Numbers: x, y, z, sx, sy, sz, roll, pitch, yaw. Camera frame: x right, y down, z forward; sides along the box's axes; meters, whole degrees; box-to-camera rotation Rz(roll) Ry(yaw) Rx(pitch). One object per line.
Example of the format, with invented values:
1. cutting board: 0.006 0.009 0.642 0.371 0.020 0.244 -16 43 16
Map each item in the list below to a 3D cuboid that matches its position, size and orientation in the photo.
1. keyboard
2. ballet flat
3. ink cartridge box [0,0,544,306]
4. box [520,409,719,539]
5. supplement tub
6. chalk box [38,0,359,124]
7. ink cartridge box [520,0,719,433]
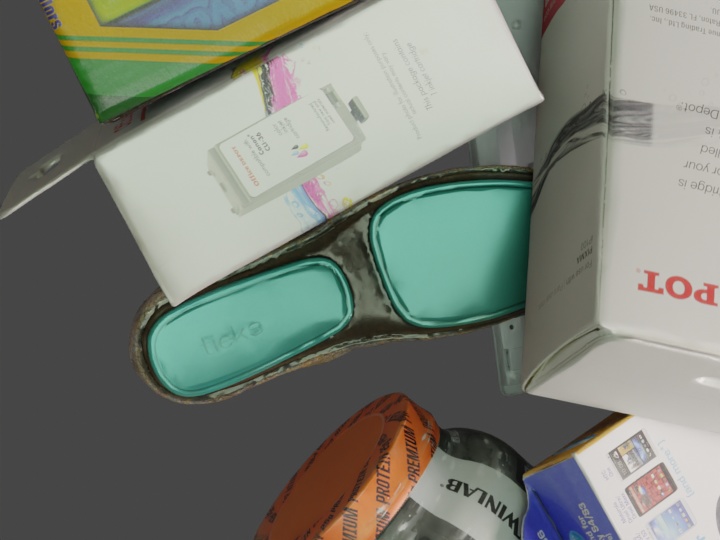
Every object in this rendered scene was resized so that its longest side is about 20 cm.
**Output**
1. keyboard: 0.074 -0.048 0.937 0.056 0.011 0.201 -10 101 -11
2. ballet flat: 0.000 0.000 0.903 0.199 0.067 0.068 -14 98 -7
3. ink cartridge box: -0.037 -0.052 0.862 0.199 0.117 0.068 -28 101 2
4. box: 0.152 0.096 0.890 0.200 0.041 0.119 -30 89 -40
5. supplement tub: 0.057 0.150 0.908 0.200 0.123 0.123 43 91 -13
6. chalk box: -0.028 -0.160 0.823 0.199 0.124 0.124 -25 102 11
7. ink cartridge box: 0.144 -0.041 0.860 0.146 0.083 0.201 12 66 -15
